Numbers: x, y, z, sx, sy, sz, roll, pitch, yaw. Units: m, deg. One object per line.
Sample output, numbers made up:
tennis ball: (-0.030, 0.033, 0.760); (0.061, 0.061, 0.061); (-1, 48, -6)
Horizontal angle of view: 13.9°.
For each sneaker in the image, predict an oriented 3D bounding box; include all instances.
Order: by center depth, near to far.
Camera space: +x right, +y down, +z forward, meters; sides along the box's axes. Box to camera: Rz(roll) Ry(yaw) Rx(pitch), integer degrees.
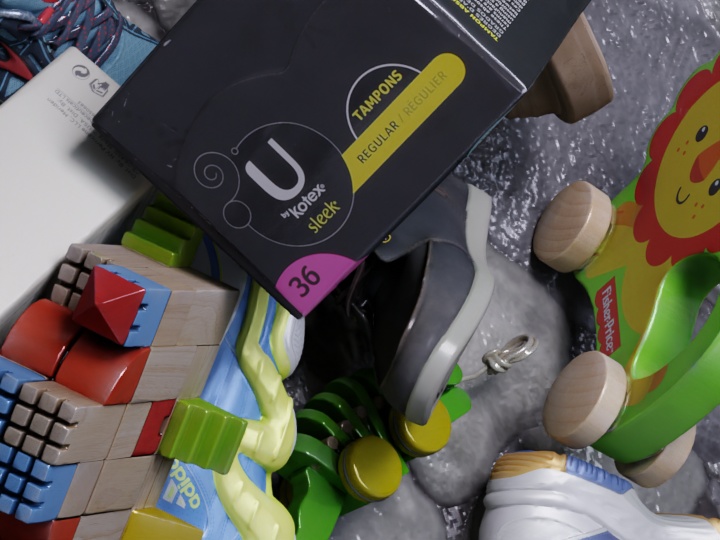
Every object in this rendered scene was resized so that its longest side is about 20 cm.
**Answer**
sneaker: (-0.151, -0.110, 1.320); (0.200, 0.095, 0.079); (24, 60, -29)
sneaker: (-0.083, 0.053, 1.323); (0.105, 0.076, 0.200); (6, 70, -36)
sneaker: (0.000, 0.000, 1.372); (0.106, 0.075, 0.200); (24, 21, -8)
sneaker: (0.140, 0.160, 1.467); (0.200, 0.075, 0.088); (22, 72, -22)

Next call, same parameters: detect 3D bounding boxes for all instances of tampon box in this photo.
tampon box: (0.004, -0.101, 1.280); (0.126, 0.150, 0.200); (43, 28, -3)

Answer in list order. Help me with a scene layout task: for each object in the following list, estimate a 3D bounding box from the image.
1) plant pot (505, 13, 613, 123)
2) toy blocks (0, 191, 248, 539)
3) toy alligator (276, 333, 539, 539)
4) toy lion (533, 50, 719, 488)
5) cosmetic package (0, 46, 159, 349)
plant pot: (0.036, -0.146, 1.455); (0.093, 0.201, 0.201); (-31, 94, 0)
toy blocks: (-0.122, 0.067, 1.211); (0.200, 0.100, 0.137); (-68, 162, 7)
toy alligator: (0.012, 0.065, 1.401); (0.200, 0.059, 0.054); (-40, 99, -40)
toy lion: (0.171, -0.020, 1.455); (0.069, 0.192, 0.200); (29, 38, -24)
cosmetic package: (-0.171, 0.003, 1.249); (0.071, 0.105, 0.200); (42, 49, 4)
